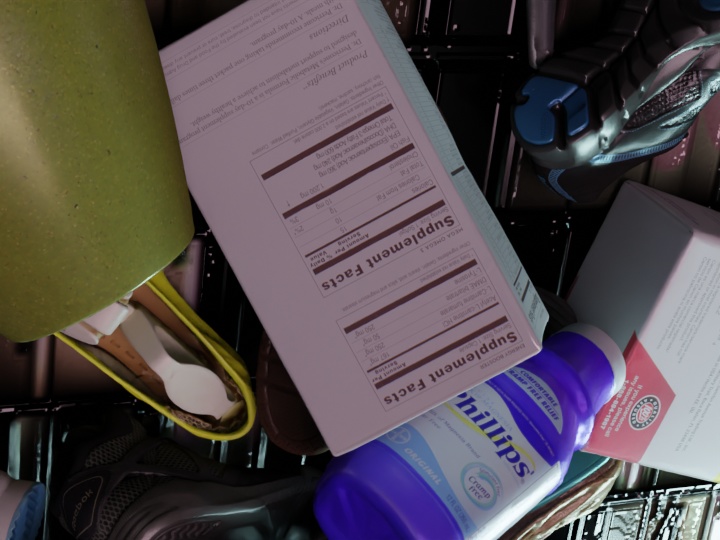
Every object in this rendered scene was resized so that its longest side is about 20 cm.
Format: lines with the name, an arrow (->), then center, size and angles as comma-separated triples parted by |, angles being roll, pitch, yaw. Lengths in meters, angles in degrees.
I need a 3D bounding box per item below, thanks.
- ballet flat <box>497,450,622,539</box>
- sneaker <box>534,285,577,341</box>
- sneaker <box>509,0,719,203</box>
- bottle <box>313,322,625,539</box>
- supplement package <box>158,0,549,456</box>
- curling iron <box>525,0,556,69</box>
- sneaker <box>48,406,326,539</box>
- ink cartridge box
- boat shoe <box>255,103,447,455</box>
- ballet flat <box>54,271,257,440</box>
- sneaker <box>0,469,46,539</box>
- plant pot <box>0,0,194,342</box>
ballet flat -> 0.072, 0.158, 1.008 | 0.200, 0.068, 0.072 | -28, 141, -13
sneaker -> 0.049, 0.092, 0.958 | 0.200, 0.074, 0.089 | -45, 160, -18
sneaker -> 0.171, -0.118, 0.916 | 0.200, 0.073, 0.082 | -36, 144, -1
bottle -> 0.066, 0.088, 0.851 | 0.200, 0.084, 0.065 | -31, 162, -42
supplement package -> -0.005, -0.032, 0.782 | 0.109, 0.114, 0.200 | -28, 91, 10
curling iron -> 0.104, -0.200, 0.860 | 0.050, 0.026, 0.200 | -5, 116, -18
sneaker -> -0.093, 0.122, 0.912 | 0.199, 0.114, 0.076 | 4, 116, -55
ink cartridge box -> 0.222, 0.048, 0.998 | 0.200, 0.083, 0.145 | 17, 107, -29
boat shoe -> 0.006, 0.002, 0.885 | 0.075, 0.075, 0.203 | -10, 122, -69
ballet flat -> -0.122, 0.024, 0.849 | 0.067, 0.067, 0.200 | -44, 123, 2
sneaker -> -0.231, 0.178, 0.880 | 0.081, 0.077, 0.200 | 24, 115, 1
plant pot -> -0.158, -0.078, 0.684 | 0.187, 0.187, 0.200 | -31, 106, -7
